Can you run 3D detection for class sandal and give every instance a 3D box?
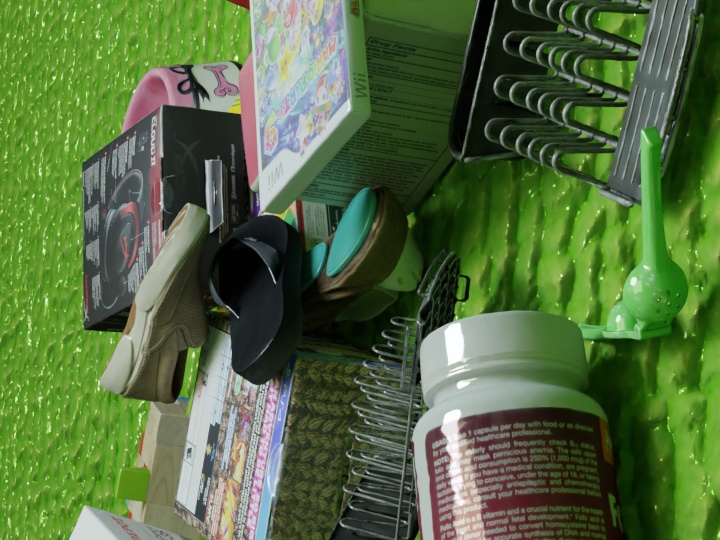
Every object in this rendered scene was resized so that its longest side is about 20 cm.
[{"bbox_3d":[-0.076,0.008,1.488,0.076,0.043,0.200,-50,21,13],"label":"sandal"}]

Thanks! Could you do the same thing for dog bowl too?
[{"bbox_3d":[-0.163,-0.095,1.890,0.200,0.074,0.201,-172,90,-66],"label":"dog bowl"}]

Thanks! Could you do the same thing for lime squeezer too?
[{"bbox_3d":[0.147,0.010,1.161,0.071,0.038,0.200,52,155,23],"label":"lime squeezer"}]

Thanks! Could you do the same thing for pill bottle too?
[{"bbox_3d":[0.089,0.133,1.182,0.114,0.114,0.201,138,133,-56],"label":"pill bottle"}]

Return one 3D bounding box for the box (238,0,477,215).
[{"bbox_3d":[0.012,-0.142,1.433,0.200,0.127,0.109,127,143,-47],"label":"box"}]

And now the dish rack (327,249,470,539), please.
[{"bbox_3d":[0.025,0.089,1.329,0.153,0.054,0.201,-58,-23,-69],"label":"dish rack"}]

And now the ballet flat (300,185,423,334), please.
[{"bbox_3d":[0.000,0.000,1.485,0.200,0.072,0.068,-44,28,55],"label":"ballet flat"}]

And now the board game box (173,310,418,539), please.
[{"bbox_3d":[-0.050,0.127,1.528,0.200,0.097,0.160,-159,78,-66],"label":"board game box"}]

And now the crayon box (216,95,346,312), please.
[{"bbox_3d":[-0.065,-0.055,1.668,0.173,0.058,0.201,132,139,-52],"label":"crayon box"}]

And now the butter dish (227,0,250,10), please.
[{"bbox_3d":[-0.101,-0.307,1.722,0.200,0.147,0.200,-116,41,-51],"label":"butter dish"}]

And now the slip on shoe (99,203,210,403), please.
[{"bbox_3d":[-0.138,0.030,1.561,0.076,0.060,0.200,-68,5,-49],"label":"slip on shoe"}]

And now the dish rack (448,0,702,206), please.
[{"bbox_3d":[0.127,-0.122,1.232,0.200,0.054,0.154,-147,66,-64],"label":"dish rack"}]

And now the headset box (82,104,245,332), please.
[{"bbox_3d":[-0.156,-0.039,1.696,0.200,0.075,0.149,-26,63,59],"label":"headset box"}]

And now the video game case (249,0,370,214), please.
[{"bbox_3d":[-0.036,-0.156,1.365,0.143,0.018,0.201,136,136,-54],"label":"video game case"}]

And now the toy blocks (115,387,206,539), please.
[{"bbox_3d":[-0.166,0.189,1.805,0.137,0.100,0.201,-157,77,-78],"label":"toy blocks"}]

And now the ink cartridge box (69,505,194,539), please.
[{"bbox_3d":[-0.102,0.247,1.461,0.146,0.200,0.083,28,95,63],"label":"ink cartridge box"}]
